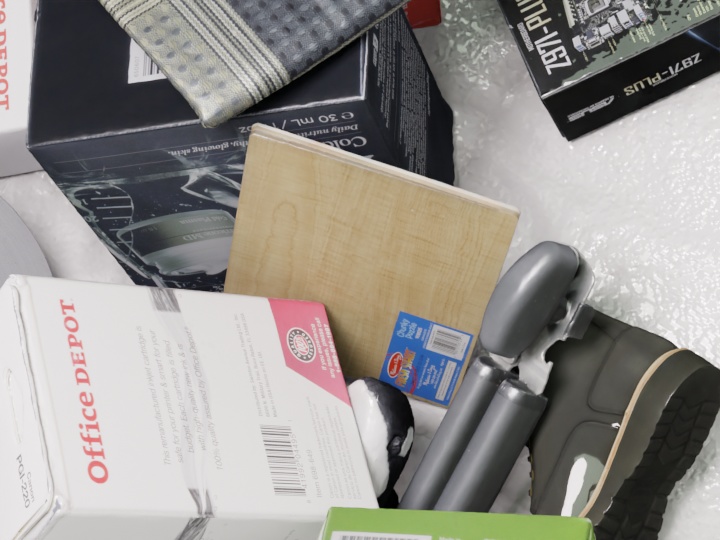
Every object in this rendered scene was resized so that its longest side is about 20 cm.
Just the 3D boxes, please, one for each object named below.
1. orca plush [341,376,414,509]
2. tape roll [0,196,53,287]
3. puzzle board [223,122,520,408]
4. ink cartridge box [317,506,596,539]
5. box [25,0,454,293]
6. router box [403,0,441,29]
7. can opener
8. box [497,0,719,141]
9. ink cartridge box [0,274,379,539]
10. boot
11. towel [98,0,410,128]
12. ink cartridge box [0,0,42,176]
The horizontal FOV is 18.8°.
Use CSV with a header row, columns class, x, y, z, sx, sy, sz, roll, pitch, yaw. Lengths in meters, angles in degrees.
class,x,y,z,sx,sy,sz,roll,pitch,yaw
orca plush,-0.003,0.153,1.269,0.105,0.071,0.200,30,110,55
tape roll,-0.286,0.029,1.317,0.066,0.200,0.201,-35,62,51
puzzle board,0.000,0.000,1.231,0.151,0.200,0.017,17,55,2
ink cartridge box,0.065,0.217,1.185,0.148,0.200,0.076,1,51,18
box,-0.064,-0.085,1.270,0.200,0.197,0.124,-7,62,15
router box,-0.060,-0.227,1.335,0.200,0.049,0.180,-8,98,0
can opener,0.071,0.070,1.225,0.053,0.066,0.200,40,111,48
box,0.152,-0.207,1.306,0.164,0.086,0.200,-26,70,8
ink cartridge box,-0.106,0.089,1.188,0.085,0.200,0.146,-46,49,41
boot,0.110,0.112,1.258,0.138,0.077,0.200,35,95,40
towel,-0.061,-0.192,1.184,0.192,0.035,0.200,-36,67,-10
ink cartridge box,-0.288,-0.133,1.417,0.200,0.086,0.147,-10,74,15
